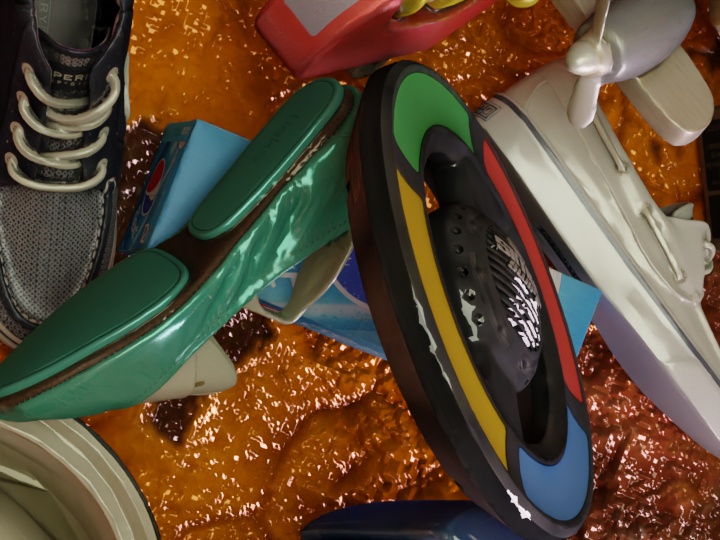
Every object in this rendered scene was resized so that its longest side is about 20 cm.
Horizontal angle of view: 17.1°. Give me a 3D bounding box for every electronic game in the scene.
[{"bbox_3d":[0.048,0.012,0.949,0.042,0.200,0.200,-21,97,18],"label":"electronic game"}]

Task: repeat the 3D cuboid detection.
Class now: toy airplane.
[{"bbox_3d":[0.067,-0.160,1.039,0.200,0.141,0.199,12,67,-2],"label":"toy airplane"}]

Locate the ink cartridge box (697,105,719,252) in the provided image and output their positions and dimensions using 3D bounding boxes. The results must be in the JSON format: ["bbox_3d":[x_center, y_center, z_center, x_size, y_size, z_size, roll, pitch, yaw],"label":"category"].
[{"bbox_3d":[0.278,-0.052,1.090,0.200,0.165,0.075,-5,91,-16],"label":"ink cartridge box"}]

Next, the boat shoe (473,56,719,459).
[{"bbox_3d":[0.129,-0.007,1.100,0.066,0.072,0.200,-37,92,-8],"label":"boat shoe"}]

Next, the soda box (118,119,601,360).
[{"bbox_3d":[0.000,0.000,1.060,0.200,0.068,0.064,22,85,-15],"label":"soda box"}]

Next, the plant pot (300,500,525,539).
[{"bbox_3d":[0.029,0.207,1.009,0.200,0.200,0.180,41,73,-12],"label":"plant pot"}]

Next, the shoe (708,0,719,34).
[{"bbox_3d":[0.228,-0.110,1.086,0.200,0.070,0.053,-9,85,-48],"label":"shoe"}]

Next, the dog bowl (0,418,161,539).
[{"bbox_3d":[-0.182,0.144,0.986,0.200,0.074,0.200,3,75,-11],"label":"dog bowl"}]

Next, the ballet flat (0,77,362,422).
[{"bbox_3d":[-0.059,0.009,0.977,0.200,0.067,0.070,-43,116,-8],"label":"ballet flat"}]

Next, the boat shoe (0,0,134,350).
[{"bbox_3d":[-0.132,-0.062,1.008,0.075,0.093,0.200,-2,91,-16],"label":"boat shoe"}]
